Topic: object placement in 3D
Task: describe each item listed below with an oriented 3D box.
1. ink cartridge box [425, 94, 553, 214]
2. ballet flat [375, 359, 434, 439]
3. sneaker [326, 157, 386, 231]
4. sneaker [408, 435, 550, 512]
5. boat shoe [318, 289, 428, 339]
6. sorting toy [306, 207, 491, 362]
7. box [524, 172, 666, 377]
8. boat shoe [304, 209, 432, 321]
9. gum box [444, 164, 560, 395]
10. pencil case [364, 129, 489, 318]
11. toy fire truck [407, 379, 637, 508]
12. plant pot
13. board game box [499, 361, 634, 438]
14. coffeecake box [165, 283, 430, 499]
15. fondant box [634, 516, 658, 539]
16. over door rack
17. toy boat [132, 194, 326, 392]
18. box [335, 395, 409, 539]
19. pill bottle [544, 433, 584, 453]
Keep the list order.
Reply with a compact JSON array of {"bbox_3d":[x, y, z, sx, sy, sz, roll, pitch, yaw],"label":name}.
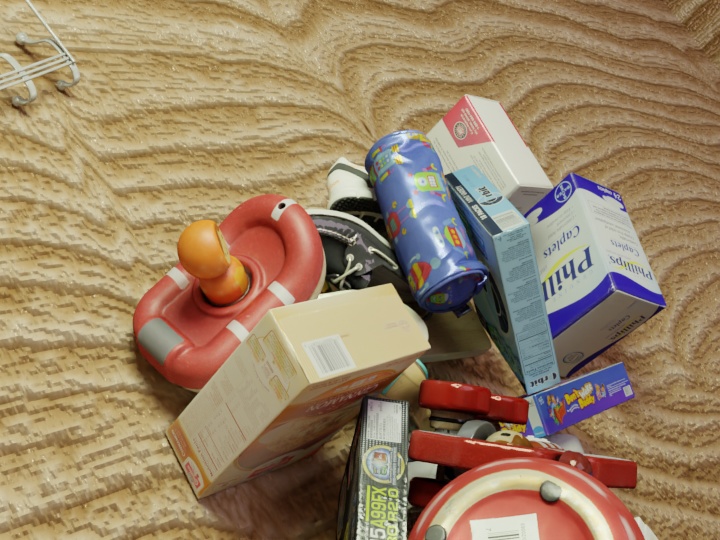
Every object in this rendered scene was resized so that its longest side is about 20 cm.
[{"bbox_3d":[0.126,-0.102,1.181,0.084,0.200,0.146,-2,56,-47],"label":"ink cartridge box"},{"bbox_3d":[0.039,0.141,0.938,0.068,0.201,0.063,37,74,25],"label":"ballet flat"},{"bbox_3d":[0.046,-0.082,1.075,0.198,0.074,0.081,16,44,-33],"label":"sneaker"},{"bbox_3d":[0.113,0.219,0.939,0.197,0.077,0.081,-6,60,-8],"label":"sneaker"},{"bbox_3d":[-0.031,0.062,0.931,0.197,0.063,0.072,6,60,-6],"label":"boat shoe"},{"bbox_3d":[0.031,0.030,1.075,0.198,0.070,0.201,0,56,-44],"label":"sorting toy"},{"bbox_3d":[0.284,0.008,1.239,0.104,0.184,0.202,17,44,-32],"label":"box"},{"bbox_3d":[0.000,0.000,0.961,0.199,0.074,0.061,28,35,-34],"label":"boat shoe"},{"bbox_3d":[0.155,0.007,1.006,0.170,0.044,0.202,-116,-172,-61],"label":"gum box"},{"bbox_3d":[0.071,-0.052,0.961,0.086,0.078,0.202,-10,61,-19],"label":"pencil case"},{"bbox_3d":[0.142,0.167,0.816,0.199,0.166,0.114,22,73,-53],"label":"toy fire truck"},{"bbox_3d":[0.134,0.252,0.671,0.183,0.198,0.202,67,14,-47],"label":"plant pot"},{"bbox_3d":[0.212,0.163,1.063,0.199,0.134,0.045,-9,76,-47],"label":"board game box"},{"bbox_3d":[-0.058,0.107,0.811,0.152,0.200,0.074,-11,62,-47],"label":"coffeecake box"},{"bbox_3d":[0.178,0.322,0.832,0.058,0.199,0.145,48,36,-18],"label":"fondant box"},{"bbox_3d":[-0.395,-0.258,0.928,0.202,0.066,0.148,62,35,-12],"label":"over door rack"},{"bbox_3d":[-0.126,0.003,0.836,0.130,0.131,0.200,34,69,31],"label":"toy boat"},{"bbox_3d":[0.006,0.237,0.784,0.044,0.161,0.202,8,46,-4],"label":"box"},{"bbox_3d":[0.224,0.289,0.979,0.115,0.116,0.202,13,48,-35],"label":"pill bottle"}]
